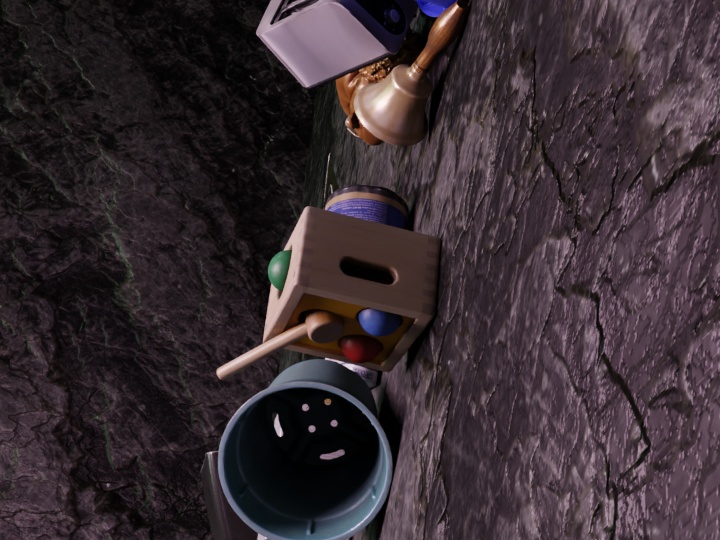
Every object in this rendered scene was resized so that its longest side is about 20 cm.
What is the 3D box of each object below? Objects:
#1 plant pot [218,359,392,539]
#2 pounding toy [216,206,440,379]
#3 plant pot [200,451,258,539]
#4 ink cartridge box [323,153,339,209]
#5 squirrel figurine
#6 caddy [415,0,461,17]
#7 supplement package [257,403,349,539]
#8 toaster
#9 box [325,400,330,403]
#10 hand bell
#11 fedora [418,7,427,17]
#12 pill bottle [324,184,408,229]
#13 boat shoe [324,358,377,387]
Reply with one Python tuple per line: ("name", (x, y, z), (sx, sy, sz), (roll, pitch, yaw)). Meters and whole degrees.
("plant pot", (-0.057, 0.204, 1.522), (0.196, 0.200, 0.201), (-70, -8, -78))
("pounding toy", (-0.038, 0.043, 1.404), (0.184, 0.200, 0.142), (122, 158, -57))
("plant pot", (-0.143, 0.385, 1.978), (0.200, 0.200, 0.178), (120, 146, -69))
("ink cartridge box", (-0.011, -0.046, 1.768), (0.200, 0.048, 0.146), (79, -170, -45))
("squirrel figurine", (0.016, -0.285, 1.803), (0.200, 0.141, 0.187), (105, 165, -55))
("caddy", (0.090, -0.406, 1.493), (0.141, 0.105, 0.200), (34, 115, 58))
("supplement package", (-0.070, 0.293, 1.724), (0.117, 0.117, 0.200), (117, 162, -65))
("toaster", (-0.023, -0.346, 1.634), (0.200, 0.119, 0.181), (-15, 42, 44))
("box", (-0.034, 0.153, 2.030), (0.200, 0.021, 0.164), (-104, 24, -73))
("hand bell", (0.077, -0.255, 1.530), (0.200, 0.104, 0.104), (124, 157, -47))
("fedora", (0.071, -0.446, 1.727), (0.201, 0.091, 0.201), (-171, 90, -84))
("pill bottle", (0.000, 0.000, 1.599), (0.112, 0.112, 0.200), (112, 166, -61))
("boat shoe", (-0.011, 0.128, 1.734), (0.200, 0.073, 0.065), (160, 125, -71))
